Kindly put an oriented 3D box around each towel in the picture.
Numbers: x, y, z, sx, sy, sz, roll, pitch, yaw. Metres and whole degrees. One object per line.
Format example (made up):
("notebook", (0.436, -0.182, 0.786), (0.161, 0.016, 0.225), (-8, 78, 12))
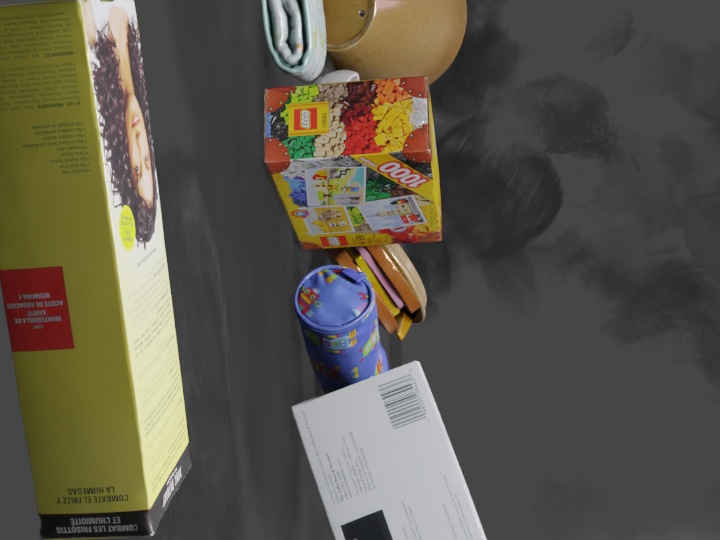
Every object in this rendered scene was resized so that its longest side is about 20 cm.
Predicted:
("towel", (-0.063, -0.285, 1.109), (0.171, 0.048, 0.203), (-48, 135, -81))

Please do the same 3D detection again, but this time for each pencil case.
("pencil case", (-0.014, 0.069, 1.188), (0.087, 0.078, 0.201), (-53, 157, -20))

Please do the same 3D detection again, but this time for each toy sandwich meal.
("toy sandwich meal", (0.000, 0.000, 1.296), (0.205, 0.070, 0.205), (48, -13, 15))

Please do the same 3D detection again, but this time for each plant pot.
("plant pot", (0.006, -0.289, 1.286), (0.200, 0.184, 0.189), (-23, 109, -70))

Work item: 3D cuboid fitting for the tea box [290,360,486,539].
("tea box", (0.036, 0.217, 1.120), (0.197, 0.132, 0.202), (72, -2, -74))

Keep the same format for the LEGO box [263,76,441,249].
("LEGO box", (-0.001, -0.096, 1.095), (0.200, 0.147, 0.078), (71, 16, -67))

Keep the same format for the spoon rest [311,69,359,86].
("spoon rest", (-0.029, -0.169, 1.239), (0.100, 0.060, 0.200), (-56, -178, 9))

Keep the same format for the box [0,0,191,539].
("box", (-0.107, -0.002, 0.454), (0.075, 0.049, 0.202), (-72, 159, -75))
